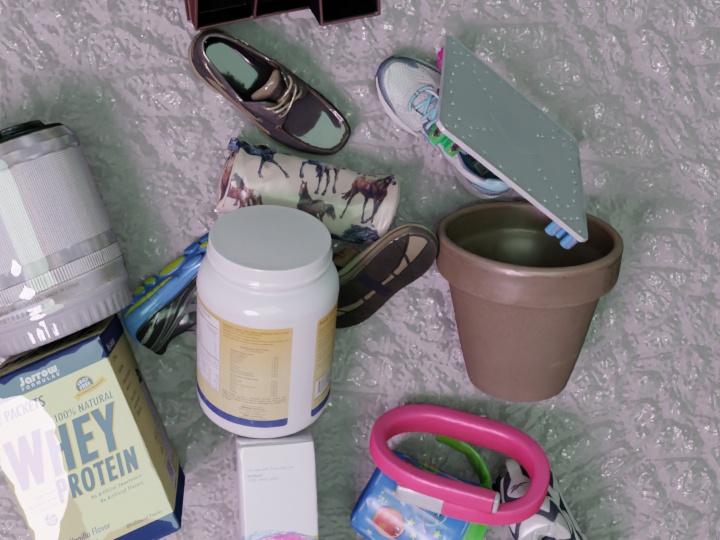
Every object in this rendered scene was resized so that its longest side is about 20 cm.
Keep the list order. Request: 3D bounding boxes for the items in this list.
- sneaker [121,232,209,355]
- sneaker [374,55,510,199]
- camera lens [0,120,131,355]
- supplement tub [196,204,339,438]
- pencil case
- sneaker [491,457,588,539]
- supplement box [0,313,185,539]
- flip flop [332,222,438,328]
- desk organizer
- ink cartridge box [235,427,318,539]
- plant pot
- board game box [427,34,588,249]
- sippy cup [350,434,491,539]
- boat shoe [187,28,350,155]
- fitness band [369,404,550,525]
[{"bbox_3d":[-0.164,0.017,1.205,0.198,0.071,0.083,-36,121,-6],"label":"sneaker"},{"bbox_3d":[0.101,-0.161,1.206,0.200,0.086,0.078,42,89,-10],"label":"sneaker"},{"bbox_3d":[-0.332,-0.036,1.114,0.158,0.160,0.203,-21,98,-5],"label":"camera lens"},{"bbox_3d":[-0.095,0.051,1.124,0.142,0.145,0.203,1,123,-8],"label":"supplement tub"},{"bbox_3d":[-0.054,-0.086,1.196,0.196,0.078,0.091,13,72,-9],"label":"pencil case"},{"bbox_3d":[0.209,0.282,1.273,0.079,0.131,0.199,-29,136,15],"label":"sneaker"},{"bbox_3d":[-0.278,0.171,1.129,0.132,0.200,0.203,-23,97,-6],"label":"supplement box"},{"bbox_3d":[0.000,0.000,1.196,0.081,0.058,0.199,32,127,-34],"label":"flip flop"},{"bbox_3d":[-0.081,-0.294,1.150,0.197,0.077,0.073,-14,130,-13],"label":"desk organizer"},{"bbox_3d":[-0.090,0.264,1.192,0.083,0.145,0.204,-4,97,-7],"label":"ink cartridge box"},{"bbox_3d":[0.178,0.039,1.200,0.196,0.201,0.178,-3,114,-7],"label":"plant pot"},{"bbox_3d":[0.154,-0.136,1.159,0.199,0.201,0.026,35,124,-18],"label":"board game box"},{"bbox_3d":[0.063,0.271,1.228,0.129,0.178,0.141,32,119,1],"label":"sippy cup"},{"bbox_3d":[-0.098,-0.186,1.183,0.198,0.073,0.075,30,91,-9],"label":"boat shoe"},{"bbox_3d":[0.105,0.203,1.187,0.197,0.144,0.038,15,121,10],"label":"fitness band"}]
